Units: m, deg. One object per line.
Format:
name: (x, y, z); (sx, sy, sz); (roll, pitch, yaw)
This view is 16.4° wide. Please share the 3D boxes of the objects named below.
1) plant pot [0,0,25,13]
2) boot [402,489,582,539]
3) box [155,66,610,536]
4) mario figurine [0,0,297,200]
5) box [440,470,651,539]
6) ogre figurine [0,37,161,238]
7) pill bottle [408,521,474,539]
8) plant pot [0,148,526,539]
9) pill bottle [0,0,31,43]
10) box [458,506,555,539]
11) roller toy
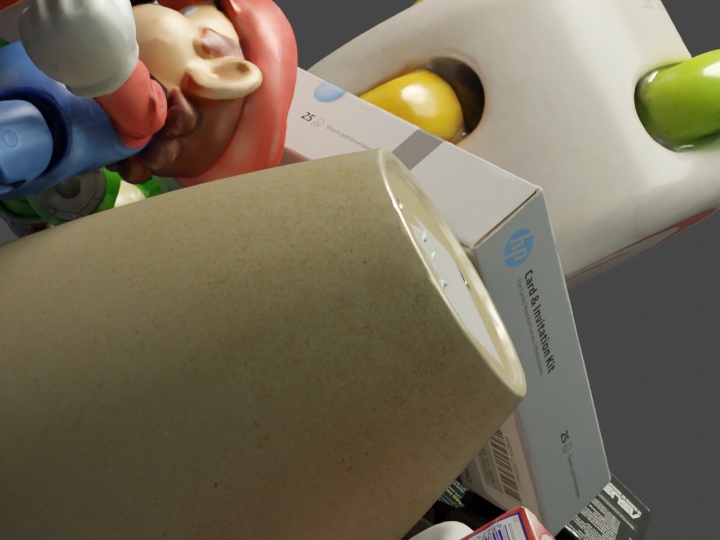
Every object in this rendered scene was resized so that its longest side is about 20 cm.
plant pot: (-0.175, -0.166, 0.855); (0.183, 0.200, 0.200); (62, 9, -7)
boot: (0.063, 0.160, 0.982); (0.200, 0.131, 0.068); (23, 22, 11)
box: (0.000, 0.000, 0.961); (0.200, 0.041, 0.156); (28, -32, 39)
mario figurine: (-0.107, -0.069, 0.850); (0.123, 0.106, 0.200); (25, 31, 35)
box: (0.036, 0.099, 1.119); (0.200, 0.044, 0.160); (43, 34, -12)
ogre figurine: (-0.123, -0.038, 1.064); (0.200, 0.098, 0.120); (-87, 167, -46)
pill bottle: (0.054, 0.192, 0.826); (0.200, 0.111, 0.111); (51, 10, -2)
plant pot: (-0.054, 0.050, 0.817); (0.187, 0.200, 0.187); (57, 10, -15)
pill bottle: (-0.083, -0.183, 0.975); (0.114, 0.200, 0.114); (21, 28, -12)
box: (-0.003, 0.171, 0.708); (0.095, 0.200, 0.100); (50, 13, -34)
roller toy: (0.056, -0.055, 1.079); (0.140, 0.200, 0.182); (63, -18, 5)
